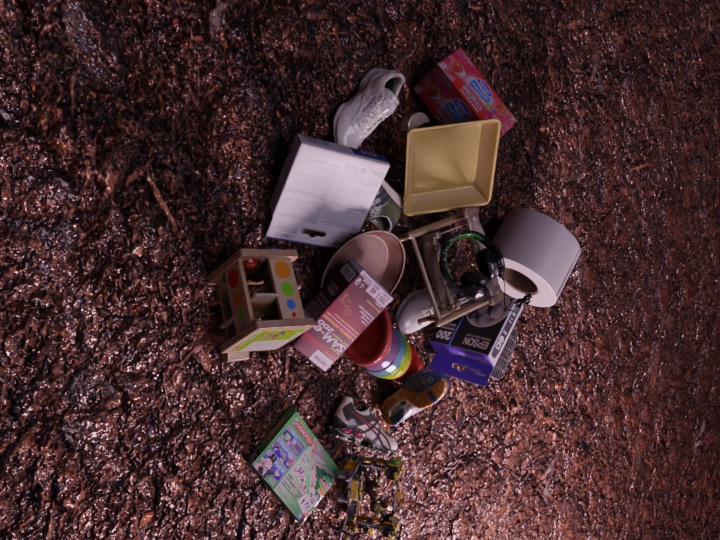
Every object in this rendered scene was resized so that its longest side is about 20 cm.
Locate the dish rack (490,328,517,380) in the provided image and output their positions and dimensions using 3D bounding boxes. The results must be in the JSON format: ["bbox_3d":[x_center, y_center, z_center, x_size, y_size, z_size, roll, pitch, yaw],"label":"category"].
[{"bbox_3d":[0.307,0.175,1.849,0.199,0.054,0.156,33,78,-42],"label":"dish rack"}]

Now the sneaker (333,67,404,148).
[{"bbox_3d":[0.016,-0.314,1.473,0.075,0.099,0.203,40,73,-40],"label":"sneaker"}]

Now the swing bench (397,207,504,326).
[{"bbox_3d":[0.197,-0.010,1.599,0.196,0.130,0.203,-20,92,-14],"label":"swing bench"}]

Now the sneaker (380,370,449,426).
[{"bbox_3d":[0.126,0.263,1.637,0.087,0.199,0.076,-16,74,-49],"label":"sneaker"}]

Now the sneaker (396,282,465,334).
[{"bbox_3d":[0.162,0.080,1.686,0.198,0.080,0.078,-33,120,-30],"label":"sneaker"}]

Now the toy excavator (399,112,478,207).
[{"bbox_3d":[0.172,-0.233,1.636,0.196,0.099,0.200,0,97,-32],"label":"toy excavator"}]

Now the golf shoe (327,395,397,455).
[{"bbox_3d":[0.020,0.337,1.614,0.199,0.076,0.090,33,68,-41],"label":"golf shoe"}]

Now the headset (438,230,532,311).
[{"bbox_3d":[0.249,0.006,1.503,0.199,0.094,0.124,40,75,-1],"label":"headset"}]

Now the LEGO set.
[{"bbox_3d":[0.016,0.485,1.578,0.116,0.150,0.205,-39,141,-72],"label":"LEGO set"}]

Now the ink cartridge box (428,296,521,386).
[{"bbox_3d":[0.246,0.144,1.693,0.043,0.196,0.203,38,73,-31],"label":"ink cartridge box"}]

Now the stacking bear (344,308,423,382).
[{"bbox_3d":[0.061,0.176,1.597,0.120,0.115,0.199,-31,144,17],"label":"stacking bear"}]

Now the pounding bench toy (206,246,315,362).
[{"bbox_3d":[-0.200,0.060,1.347,0.122,0.199,0.159,0,66,-42],"label":"pounding bench toy"}]

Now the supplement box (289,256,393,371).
[{"bbox_3d":[-0.043,0.086,1.476,0.200,0.061,0.109,-47,127,3],"label":"supplement box"}]

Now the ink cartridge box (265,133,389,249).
[{"bbox_3d":[-0.067,-0.142,1.428,0.193,0.044,0.203,9,123,-32],"label":"ink cartridge box"}]

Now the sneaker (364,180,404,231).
[{"bbox_3d":[0.015,-0.141,1.522,0.199,0.066,0.092,35,70,-42],"label":"sneaker"}]

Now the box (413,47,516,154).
[{"bbox_3d":[0.219,-0.348,1.588,0.201,0.095,0.100,51,51,-4],"label":"box"}]

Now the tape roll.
[{"bbox_3d":[0.403,-0.029,1.796,0.203,0.200,0.141,46,68,-36],"label":"tape roll"}]

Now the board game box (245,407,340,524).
[{"bbox_3d":[-0.130,0.394,1.522,0.135,0.029,0.202,-47,125,-25],"label":"board game box"}]

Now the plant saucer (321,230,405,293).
[{"bbox_3d":[0.000,0.000,1.522,0.197,0.037,0.204,-20,131,-24],"label":"plant saucer"}]

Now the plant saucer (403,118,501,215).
[{"bbox_3d":[0.178,-0.219,1.545,0.195,0.049,0.203,-9,130,-12],"label":"plant saucer"}]
